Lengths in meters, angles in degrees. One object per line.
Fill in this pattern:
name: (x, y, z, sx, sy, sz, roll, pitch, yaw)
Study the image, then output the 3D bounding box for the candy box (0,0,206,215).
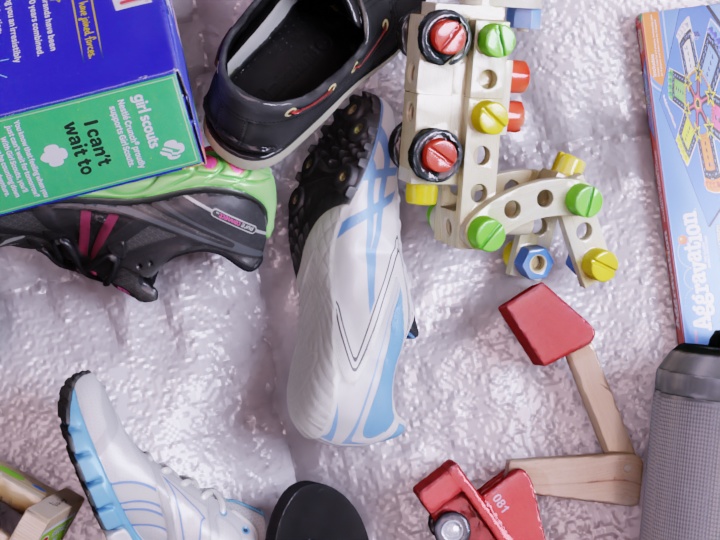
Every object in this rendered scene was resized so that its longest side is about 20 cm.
candy box: (-0.196, -0.116, 0.855, 0.198, 0.077, 0.170, -15, 53, -1)

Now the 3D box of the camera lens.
camera lens: (0.229, 0.137, 0.842, 0.158, 0.160, 0.202, 6, 89, -1)

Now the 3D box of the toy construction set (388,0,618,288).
toy construction set: (0.082, -0.091, 0.880, 0.130, 0.092, 0.202, 0, 86, -20)

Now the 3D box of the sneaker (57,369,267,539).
sneaker: (-0.101, 0.140, 0.889, 0.086, 0.075, 0.201, -27, 96, -9)

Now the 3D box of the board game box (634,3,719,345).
board game box: (0.224, -0.056, 0.924, 0.102, 0.019, 0.202, -7, 87, -3)

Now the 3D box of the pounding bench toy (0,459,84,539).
pounding bench toy: (-0.253, 0.143, 0.815, 0.155, 0.200, 0.125, 30, 87, 0)

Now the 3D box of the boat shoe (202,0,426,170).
boat shoe: (-0.014, -0.142, 0.872, 0.073, 0.063, 0.202, 34, 60, 5)

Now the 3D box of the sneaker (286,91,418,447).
sneaker: (0.000, 0.000, 0.901, 0.072, 0.072, 0.202, 11, 79, -35)

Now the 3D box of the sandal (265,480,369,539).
sandal: (-0.006, 0.214, 0.879, 0.075, 0.045, 0.202, -10, 93, -41)

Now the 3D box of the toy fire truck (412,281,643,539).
toy fire truck: (0.109, 0.124, 0.898, 0.141, 0.049, 0.201, -36, 88, -3)

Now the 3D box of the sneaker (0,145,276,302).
sneaker: (-0.145, -0.020, 0.886, 0.198, 0.077, 0.085, -4, 103, 10)
